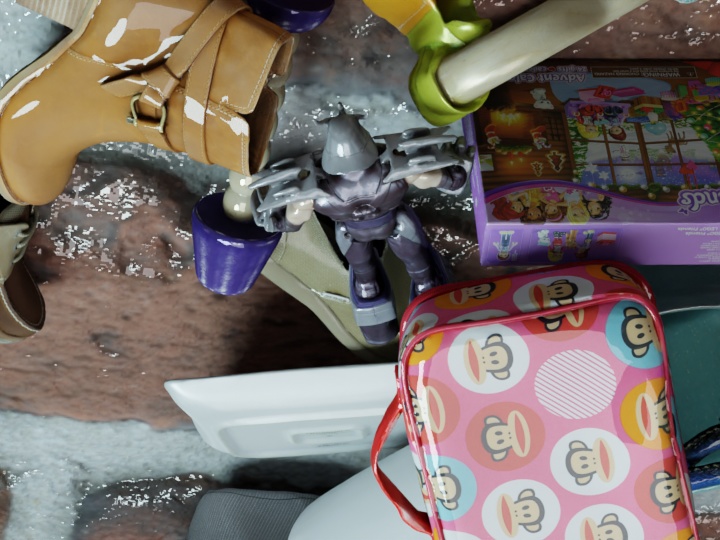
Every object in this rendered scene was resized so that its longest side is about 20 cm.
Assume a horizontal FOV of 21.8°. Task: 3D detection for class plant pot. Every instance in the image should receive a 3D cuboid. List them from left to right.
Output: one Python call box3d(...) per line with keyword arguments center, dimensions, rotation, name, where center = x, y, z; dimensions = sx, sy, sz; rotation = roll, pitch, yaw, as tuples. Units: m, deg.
box3d(center=(0.201, 0.036, 1.217), dimensions=(0.200, 0.134, 0.200), rotation=(-2, 140, -2), name="plant pot")

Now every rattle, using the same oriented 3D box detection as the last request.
box3d(center=(0.098, -0.177, 1.045), dimensions=(0.200, 0.143, 0.130), rotation=(-31, 167, 7), name="rattle")

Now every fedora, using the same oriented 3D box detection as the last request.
box3d(center=(-0.066, 0.216, 1.414), dimensions=(0.200, 0.090, 0.177), rotation=(17, 161, -27), name="fedora")

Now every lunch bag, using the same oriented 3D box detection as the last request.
box3d(center=(0.094, 0.102, 1.063), dimensions=(0.176, 0.082, 0.200), rotation=(-10, 110, 3), name="lunch bag")

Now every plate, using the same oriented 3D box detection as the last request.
box3d(center=(-0.023, 0.100, 1.287), dimensions=(0.200, 0.032, 0.200), rotation=(-5, 166, 1), name="plate")

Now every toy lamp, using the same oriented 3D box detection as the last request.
box3d(center=(-0.060, -0.075, 1.092), dimensions=(0.058, 0.058, 0.200), rotation=(8, 124, -13), name="toy lamp")

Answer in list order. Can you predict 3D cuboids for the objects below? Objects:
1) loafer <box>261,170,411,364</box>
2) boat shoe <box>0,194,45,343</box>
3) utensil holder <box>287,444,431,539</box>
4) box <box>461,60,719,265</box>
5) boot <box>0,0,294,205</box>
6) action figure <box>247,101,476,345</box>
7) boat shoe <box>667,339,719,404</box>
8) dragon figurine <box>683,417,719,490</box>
box3d(center=(0.000, 0.000, 1.203), dimensions=(0.067, 0.076, 0.200), rotation=(-29, 133, 35), name="loafer")
box3d(center=(-0.236, -0.026, 1.157), dimensions=(0.072, 0.076, 0.200), rotation=(-15, 139, 9), name="boat shoe")
box3d(center=(0.065, 0.193, 1.285), dimensions=(0.170, 0.170, 0.200), rotation=(24, 144, -29), name="utensil holder")
box3d(center=(0.163, -0.065, 1.096), dimensions=(0.200, 0.137, 0.039), rotation=(-1, 139, -5), name="box")
box3d(center=(-0.125, -0.087, 1.052), dimensions=(0.155, 0.074, 0.200), rotation=(25, 134, 8), name="boot")
box3d(center=(0.007, -0.029, 1.063), dimensions=(0.130, 0.069, 0.200), rotation=(-5, 143, 12), name="action figure")
box3d(center=(0.184, 0.093, 1.337), dimensions=(0.200, 0.072, 0.076), rotation=(-10, 154, 9), name="boat shoe")
box3d(center=(0.165, 0.111, 1.153), dimensions=(0.200, 0.059, 0.099), rotation=(17, 135, -24), name="dragon figurine")
